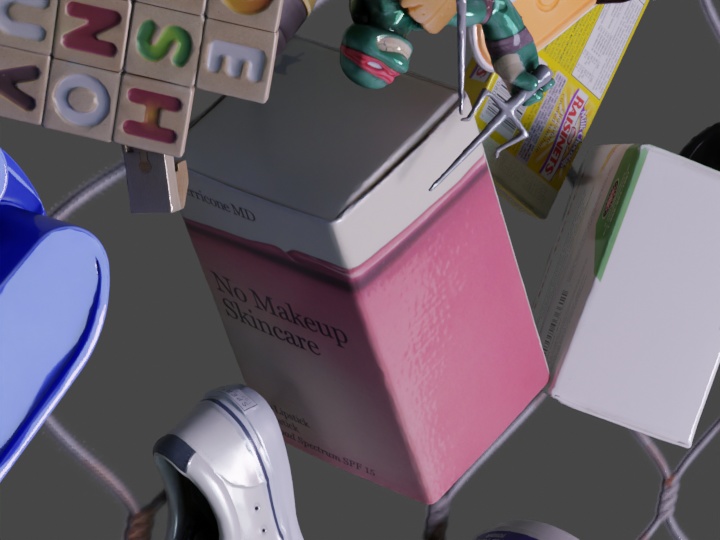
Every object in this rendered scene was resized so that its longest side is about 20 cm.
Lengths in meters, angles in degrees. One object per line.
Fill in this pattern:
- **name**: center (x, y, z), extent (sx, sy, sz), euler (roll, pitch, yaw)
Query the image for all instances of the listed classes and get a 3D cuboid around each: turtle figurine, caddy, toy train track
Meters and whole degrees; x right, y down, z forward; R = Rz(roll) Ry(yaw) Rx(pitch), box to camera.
- **turtle figurine**: center (0.047, -0.143, 1.371), extent (0.201, 0.100, 0.150), euler (-61, 160, 2)
- **caddy**: center (-0.205, 0.026, 1.300), extent (0.141, 0.105, 0.200), euler (45, 69, -26)
- **toy train track**: center (-0.100, -0.127, 1.338), extent (0.032, 0.114, 0.201), euler (-26, 112, -57)

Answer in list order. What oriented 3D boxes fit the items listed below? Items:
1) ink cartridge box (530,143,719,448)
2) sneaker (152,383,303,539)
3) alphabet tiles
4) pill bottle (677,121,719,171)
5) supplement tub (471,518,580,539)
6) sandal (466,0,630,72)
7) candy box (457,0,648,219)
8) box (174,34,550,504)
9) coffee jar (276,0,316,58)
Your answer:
- **ink cartridge box**: center (0.154, 0.009, 1.656), extent (0.200, 0.087, 0.146), euler (-154, -97, -84)
- **sneaker**: center (-0.068, 0.157, 1.560), extent (0.071, 0.073, 0.201), euler (-29, 118, -29)
- **alphabet tiles**: center (-0.111, -0.154, 1.295), extent (0.008, 0.166, 0.201), euler (-61, 163, -68)
- **pill bottle**: center (0.265, 0.006, 1.855), extent (0.112, 0.112, 0.200), euler (-49, 138, -25)
- **supplement tub**: center (0.061, 0.251, 1.686), extent (0.200, 0.145, 0.146), euler (-37, 132, -35)
- **sandal**: center (0.141, -0.174, 1.627), extent (0.207, 0.059, 0.079), euler (-47, 133, -25)
- **candy box**: center (0.115, -0.139, 1.677), extent (0.102, 0.026, 0.201), euler (36, 77, -51)
- **box**: center (0.000, 0.000, 1.515), extent (0.109, 0.128, 0.201), euler (-45, 135, -27)
- **coffee jar**: center (-0.037, -0.194, 1.405), extent (0.085, 0.104, 0.200), euler (46, 70, -40)
